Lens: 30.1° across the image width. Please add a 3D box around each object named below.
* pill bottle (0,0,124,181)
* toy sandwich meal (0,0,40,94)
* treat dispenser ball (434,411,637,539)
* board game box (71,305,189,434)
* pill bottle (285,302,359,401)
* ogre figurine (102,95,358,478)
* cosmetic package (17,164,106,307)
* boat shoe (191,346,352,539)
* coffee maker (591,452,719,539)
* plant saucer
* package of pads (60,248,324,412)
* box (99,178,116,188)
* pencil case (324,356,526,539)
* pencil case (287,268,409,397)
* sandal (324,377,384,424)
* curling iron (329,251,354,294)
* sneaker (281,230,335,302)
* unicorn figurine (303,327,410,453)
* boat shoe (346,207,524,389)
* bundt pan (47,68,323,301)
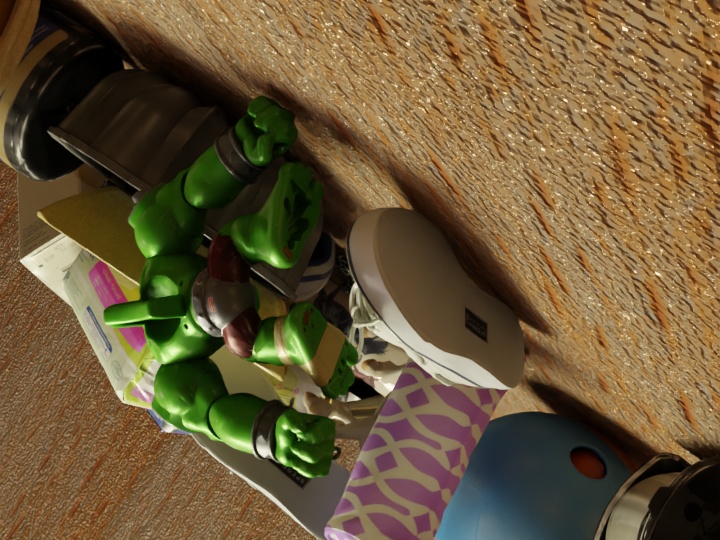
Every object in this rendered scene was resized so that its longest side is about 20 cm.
[{"bbox_3d":[-0.275,-0.159,0.959,0.199,0.112,0.112,33,173,18],"label":"pill bottle"},{"bbox_3d":[-0.271,-0.138,0.817,0.070,0.207,0.204,36,173,-34],"label":"toy sandwich meal"},{"bbox_3d":[0.144,0.218,1.096,0.200,0.202,0.201,34,173,5],"label":"treat dispenser ball"},{"bbox_3d":[-0.149,0.080,1.256,0.198,0.044,0.200,12,-154,-47],"label":"board game box"},{"bbox_3d":[-0.035,0.075,1.369,0.199,0.112,0.111,30,172,35],"label":"pill bottle"},{"bbox_3d":[-0.076,0.013,0.761,0.119,0.098,0.203,-8,107,29],"label":"ogre figurine"},{"bbox_3d":[-0.253,-0.068,1.213,0.105,0.071,0.202,48,-160,-46],"label":"cosmetic package"},{"bbox_3d":[-0.070,0.128,1.010,0.199,0.074,0.068,40,168,-8],"label":"boat shoe"},{"bbox_3d":[0.249,0.189,0.822,0.189,0.137,0.200,11,172,3],"label":"coffee maker"},{"bbox_3d":[-0.125,0.004,0.978,0.199,0.049,0.200,34,175,-1],"label":"plant saucer"},{"bbox_3d":[-0.137,0.060,1.126,0.199,0.069,0.155,21,-158,-44],"label":"package of pads"},{"bbox_3d":[-0.142,-0.031,1.167,0.159,0.050,0.200,38,-165,-3],"label":"box"},{"bbox_3d":[0.050,0.129,0.968,0.085,0.202,0.083,39,161,-34],"label":"pencil case"},{"bbox_3d":[0.025,0.068,1.170,0.199,0.078,0.089,33,-173,18],"label":"pencil case"},{"bbox_3d":[0.020,0.108,1.227,0.080,0.197,0.055,132,124,-68],"label":"sandal"},{"bbox_3d":[0.000,0.000,1.052,0.049,0.026,0.200,33,173,-3],"label":"curling iron"},{"bbox_3d":[-0.100,-0.057,1.046,0.199,0.076,0.088,33,158,-6],"label":"sneaker"},{"bbox_3d":[0.028,0.121,1.052,0.136,0.201,0.074,25,166,30],"label":"unicorn figurine"},{"bbox_3d":[0.026,0.023,0.823,0.085,0.076,0.202,-6,157,29],"label":"boat shoe"},{"bbox_3d":[-0.108,-0.066,0.904,0.201,0.076,0.202,33,176,3],"label":"bundt pan"}]
